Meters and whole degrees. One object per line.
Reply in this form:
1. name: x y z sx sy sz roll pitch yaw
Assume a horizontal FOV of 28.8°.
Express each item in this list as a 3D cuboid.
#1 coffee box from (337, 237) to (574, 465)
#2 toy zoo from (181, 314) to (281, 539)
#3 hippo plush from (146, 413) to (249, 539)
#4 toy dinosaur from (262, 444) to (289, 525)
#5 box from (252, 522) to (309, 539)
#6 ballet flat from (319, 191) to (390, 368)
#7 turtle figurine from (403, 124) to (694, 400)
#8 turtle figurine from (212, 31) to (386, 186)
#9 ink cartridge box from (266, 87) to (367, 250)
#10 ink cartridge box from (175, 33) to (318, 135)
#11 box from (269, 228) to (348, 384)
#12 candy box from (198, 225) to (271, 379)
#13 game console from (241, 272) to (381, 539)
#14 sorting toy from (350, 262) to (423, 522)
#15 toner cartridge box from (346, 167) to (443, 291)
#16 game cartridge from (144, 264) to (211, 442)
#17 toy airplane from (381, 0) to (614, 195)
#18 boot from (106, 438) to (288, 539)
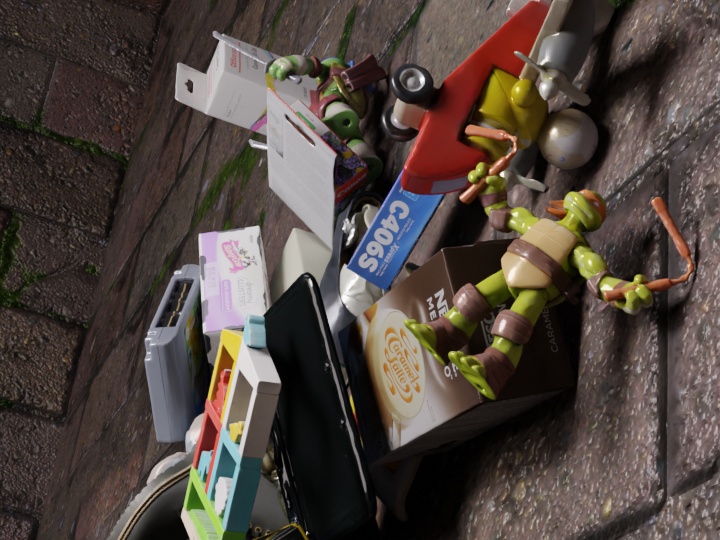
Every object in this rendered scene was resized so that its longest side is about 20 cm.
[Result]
1. coffee box: 0.064 0.063 1.038 0.200 0.079 0.115 -42 58 59
2. toy zoo: -0.102 0.131 1.114 0.131 0.020 0.201 -140 62 -67
3. hippo plush: -0.118 0.247 1.447 0.200 0.159 0.161 59 168 11
4. toy dinosaur: -0.035 0.222 1.252 0.088 0.047 0.200 -45 57 32
5. box: -0.061 0.297 1.142 0.049 0.160 0.200 -31 -4 -28
6. ballet flat: 0.000 0.000 1.382 0.073 0.073 0.201 127 157 -46
7. turtle figurine: 0.105 -0.003 0.915 0.161 0.064 0.200 -46 56 -7
8. turtle figurine: -0.060 -0.167 1.582 0.194 0.199 0.144 -116 31 -54
9. ink cartridge box: -0.045 -0.113 1.456 0.050 0.109 0.200 -38 -19 -20
10. ink cartridge box: -0.135 -0.235 1.811 0.117 0.199 0.068 -100 32 -56
11. box: -0.046 0.039 1.483 0.200 0.068 0.082 -104 35 -60
12. candy box: -0.128 0.082 1.534 0.168 0.071 0.201 -100 4 -51
13. game console: -0.015 0.122 1.141 0.116 0.176 0.201 -24 70 26
14. sorting toy: 0.034 0.098 1.225 0.185 0.036 0.201 -152 80 -73
15. toner cartridge box: 0.061 -0.084 1.223 0.200 0.043 0.095 -60 -2 16
16. game cartridge: -0.190 0.092 1.498 0.200 0.040 0.134 -82 -8 -66
17. toy airplane: 0.128 -0.137 1.051 0.199 0.141 0.200 -52 -12 25
18. boot: -0.131 0.240 1.311 0.200 0.138 0.078 -47 -20 -13
